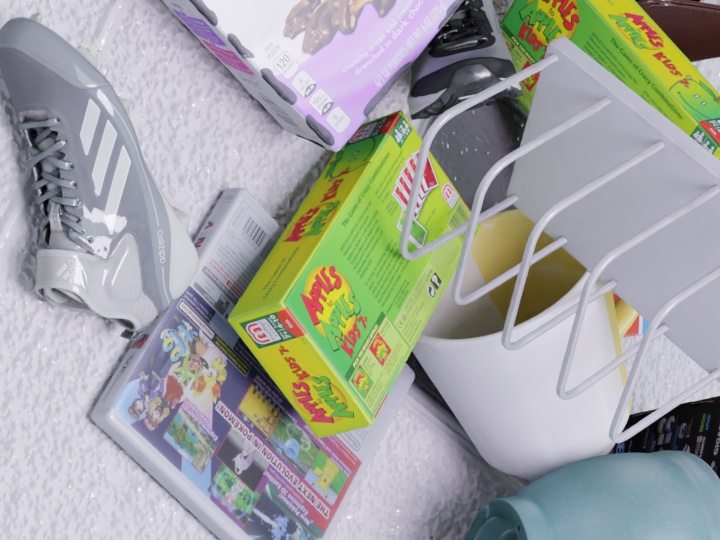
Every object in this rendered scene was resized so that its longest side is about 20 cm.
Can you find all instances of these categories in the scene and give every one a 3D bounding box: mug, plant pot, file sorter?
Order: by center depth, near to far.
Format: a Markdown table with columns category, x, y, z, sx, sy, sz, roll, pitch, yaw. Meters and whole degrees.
| category | x | y | z | sx | sy | sz | roll | pitch | yaw |
| --- | --- | --- | --- | --- | --- | --- | --- | --- | --- |
| file sorter | 0.138 | -0.014 | 1.339 | 0.124 | 0.200 | 0.139 | -30 | 149 | -33 |
| plant pot | 0.144 | 0.213 | 1.435 | 0.133 | 0.200 | 0.202 | 7 | 83 | -21 |
| mug | 0.132 | 0.053 | 1.504 | 0.186 | 0.150 | 0.154 | -26 | 120 | -4 |

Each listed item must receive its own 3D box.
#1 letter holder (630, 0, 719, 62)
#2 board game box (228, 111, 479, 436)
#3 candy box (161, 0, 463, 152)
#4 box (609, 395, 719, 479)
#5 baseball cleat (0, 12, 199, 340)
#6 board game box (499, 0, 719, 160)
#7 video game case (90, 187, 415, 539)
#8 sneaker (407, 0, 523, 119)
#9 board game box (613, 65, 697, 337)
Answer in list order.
| category | x | y | z | sx | sy | sz | roll | pitch | yaw |
| --- | --- | --- | --- | --- | --- | --- | --- | --- | --- |
| letter holder | 0.237 | -0.222 | 1.622 | 0.199 | 0.142 | 0.101 | 4 | 85 | -43 |
| board game box | 0.000 | 0.000 | 1.408 | 0.102 | 0.047 | 0.200 | 54 | 42 | -22 |
| candy box | -0.039 | -0.204 | 1.369 | 0.168 | 0.071 | 0.200 | -50 | 121 | -8 |
| box | 0.219 | 0.195 | 1.551 | 0.049 | 0.198 | 0.201 | 18 | 74 | -16 |
| baseball cleat | -0.166 | -0.047 | 1.280 | 0.107 | 0.070 | 0.200 | -51 | 120 | -33 |
| board game box | 0.176 | -0.119 | 1.514 | 0.047 | 0.102 | 0.200 | -11 | 54 | -44 |
| video game case | -0.063 | 0.079 | 1.406 | 0.200 | 0.023 | 0.183 | 48 | 58 | -32 |
| sneaker | 0.061 | -0.148 | 1.440 | 0.074 | 0.200 | 0.080 | -11 | 106 | 2 |
| board game box | 0.200 | -0.052 | 1.649 | 0.153 | 0.040 | 0.201 | -7 | 93 | -44 |
